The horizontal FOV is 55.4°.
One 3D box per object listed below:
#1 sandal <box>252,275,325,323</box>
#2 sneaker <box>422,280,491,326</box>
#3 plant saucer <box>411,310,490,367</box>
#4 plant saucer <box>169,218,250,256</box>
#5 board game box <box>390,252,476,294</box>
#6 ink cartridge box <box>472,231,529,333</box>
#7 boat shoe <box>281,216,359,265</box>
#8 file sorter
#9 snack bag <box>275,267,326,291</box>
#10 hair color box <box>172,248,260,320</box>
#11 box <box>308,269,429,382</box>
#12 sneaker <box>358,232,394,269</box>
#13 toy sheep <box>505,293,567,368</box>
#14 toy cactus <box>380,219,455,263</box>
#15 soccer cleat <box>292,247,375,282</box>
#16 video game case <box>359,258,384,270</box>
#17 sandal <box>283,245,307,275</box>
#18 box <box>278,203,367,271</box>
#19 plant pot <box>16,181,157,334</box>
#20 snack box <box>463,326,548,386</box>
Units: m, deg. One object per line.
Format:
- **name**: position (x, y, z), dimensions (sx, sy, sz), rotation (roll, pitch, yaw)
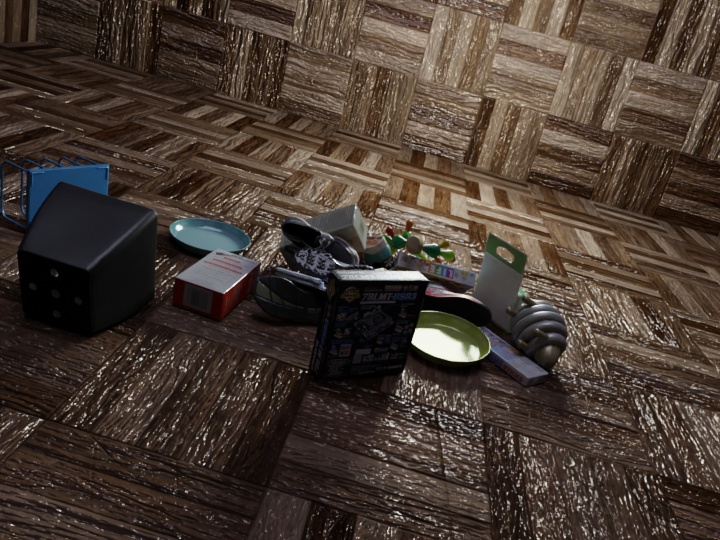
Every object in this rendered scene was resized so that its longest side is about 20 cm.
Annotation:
- **sandal**: position (-0.137, 0.070, 1.422), dimensions (0.198, 0.082, 0.057), rotation (20, -16, -31)
- **sneaker**: position (0.220, 0.072, 1.628), dimensions (0.196, 0.069, 0.108), rotation (10, 20, 16)
- **plant saucer**: position (0.180, 0.150, 1.467), dimensions (0.194, 0.032, 0.201), rotation (10, 24, -4)
- **plant saucer**: position (-0.367, -0.077, 1.670), dimensions (0.195, 0.028, 0.201), rotation (13, 21, -5)
- **board game box**: position (0.175, 0.012, 1.707), dimensions (0.195, 0.035, 0.135), rotation (15, -14, -4)
- **ink cartridge box**: position (0.346, 0.028, 1.658), dimensions (0.047, 0.205, 0.145), rotation (-3, 26, -32)
- **boat shoe**: position (-0.095, -0.056, 1.544), dimensions (0.197, 0.074, 0.063), rotation (31, 11, 7)
- **file sorter**: position (-0.691, -0.179, 1.550), dimensions (0.121, 0.142, 0.198), rotation (23, 22, 28)
- **snack bag**: position (-0.079, 0.037, 1.495), dimensions (0.195, 0.022, 0.189), rotation (19, -4, 7)
- **hair color box**: position (-0.295, 0.025, 1.423), dimensions (0.108, 0.065, 0.200), rotation (17, 23, 8)
- **box**: position (0.016, 0.099, 1.260), dimensions (0.196, 0.203, 0.050), rotation (-1, 23, -32)
- **sneaker**: position (0.026, -0.041, 1.707), dimensions (0.071, 0.081, 0.200), rotation (-32, 15, -11)
- **toy sheep**: position (0.394, 0.130, 1.530), dimensions (0.134, 0.139, 0.204), rotation (8, 49, -16)
- **toy cactus**: position (0.140, -0.066, 1.678), dimensions (0.196, 0.104, 0.165), rotation (25, -1, 9)
- **soccer cleat**: position (-0.059, 0.008, 1.511), dimensions (0.195, 0.074, 0.070), rotation (16, 60, -8)
- **video game case**: position (0.000, 0.000, 1.679), dimensions (0.178, 0.026, 0.200), rotation (17, 17, -32)
- **sandal**: position (-0.104, 0.003, 1.583), dimensions (0.199, 0.046, 0.075), rotation (35, 0, -42)
- **box**: position (-0.088, -0.078, 1.632), dimensions (0.195, 0.079, 0.096), rotation (-15, 36, 18)
- **plant pot**: position (-0.491, -0.006, 1.211), dimensions (0.195, 0.204, 0.179), rotation (17, 34, 4)
- **snack box**: position (0.313, 0.184, 1.498), dimensions (0.071, 0.025, 0.199), rotation (-4, 29, -38)
